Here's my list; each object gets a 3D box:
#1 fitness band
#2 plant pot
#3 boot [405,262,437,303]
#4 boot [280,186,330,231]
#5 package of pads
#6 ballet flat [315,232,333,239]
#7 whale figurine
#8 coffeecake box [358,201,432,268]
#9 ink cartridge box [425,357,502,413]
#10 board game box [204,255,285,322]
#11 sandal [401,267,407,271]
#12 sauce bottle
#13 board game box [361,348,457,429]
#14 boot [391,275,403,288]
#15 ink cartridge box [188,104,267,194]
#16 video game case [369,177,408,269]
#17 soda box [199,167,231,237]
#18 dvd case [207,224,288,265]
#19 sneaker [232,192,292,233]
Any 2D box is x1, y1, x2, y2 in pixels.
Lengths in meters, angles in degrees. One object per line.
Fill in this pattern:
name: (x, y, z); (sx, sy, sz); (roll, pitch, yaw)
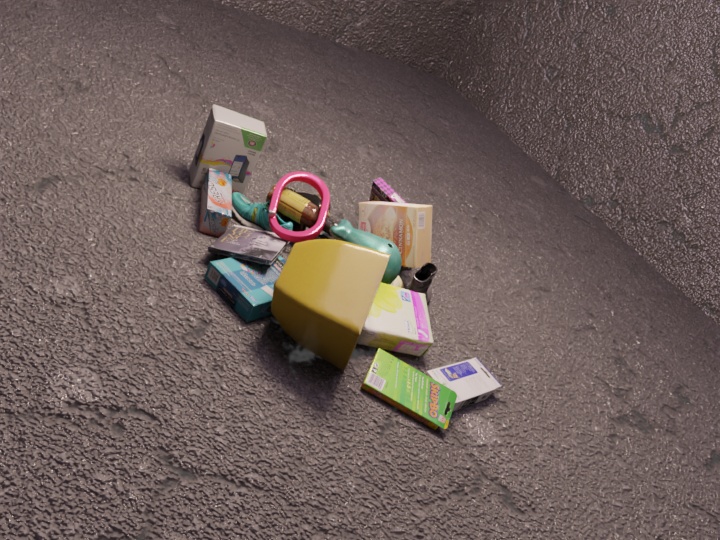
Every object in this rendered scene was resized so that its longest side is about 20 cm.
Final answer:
fitness band: (-0.149, -0.158, 1.649); (0.140, 0.038, 0.203); (14, 55, -4)
plant pot: (-0.074, 0.050, 1.388); (0.197, 0.195, 0.198); (23, 59, 1)
boot: (0.165, 0.035, 1.749); (0.069, 0.133, 0.200); (31, 28, 7)
boot: (-0.148, -0.160, 1.841); (0.148, 0.074, 0.201); (8, 30, -34)
package of pads: (0.070, 0.112, 1.574); (0.196, 0.068, 0.157); (15, 47, -24)
ballet flat: (-0.097, -0.068, 1.751); (0.073, 0.074, 0.199); (36, 23, 13)
whale figurine: (0.018, -0.054, 1.633); (0.200, 0.104, 0.159); (46, 34, 3)
coffeecake box: (0.089, -0.098, 1.784); (0.197, 0.157, 0.072); (9, 13, 40)
ink cartridge box: (0.234, 0.261, 1.551); (0.197, 0.040, 0.100); (-5, 44, -45)
board game box: (-0.221, 0.028, 1.490); (0.151, 0.047, 0.198); (42, 30, 22)
sandal: (0.061, -0.075, 1.894); (0.057, 0.081, 0.201); (-16, 51, -35)
sauce bottle: (-0.143, -0.147, 1.707); (0.198, 0.067, 0.066); (32, 28, 7)
board game box: (0.105, 0.253, 1.423); (0.197, 0.030, 0.096); (28, 51, 1)
boot: (0.000, 0.000, 1.719); (0.200, 0.073, 0.153); (46, 34, 22)
ink cartridge box: (-0.345, -0.301, 1.744); (0.143, 0.202, 0.088); (14, 34, -27)
video game case: (0.093, -0.132, 1.906); (0.035, 0.183, 0.200); (-25, 55, -27)
soda box: (-0.355, -0.168, 1.655); (0.062, 0.069, 0.202); (16, 32, -23)
dvd case: (-0.252, -0.063, 1.565); (0.145, 0.016, 0.200); (12, 19, 4)
sneaker: (-0.248, -0.142, 1.704); (0.198, 0.081, 0.077); (36, 29, 13)
